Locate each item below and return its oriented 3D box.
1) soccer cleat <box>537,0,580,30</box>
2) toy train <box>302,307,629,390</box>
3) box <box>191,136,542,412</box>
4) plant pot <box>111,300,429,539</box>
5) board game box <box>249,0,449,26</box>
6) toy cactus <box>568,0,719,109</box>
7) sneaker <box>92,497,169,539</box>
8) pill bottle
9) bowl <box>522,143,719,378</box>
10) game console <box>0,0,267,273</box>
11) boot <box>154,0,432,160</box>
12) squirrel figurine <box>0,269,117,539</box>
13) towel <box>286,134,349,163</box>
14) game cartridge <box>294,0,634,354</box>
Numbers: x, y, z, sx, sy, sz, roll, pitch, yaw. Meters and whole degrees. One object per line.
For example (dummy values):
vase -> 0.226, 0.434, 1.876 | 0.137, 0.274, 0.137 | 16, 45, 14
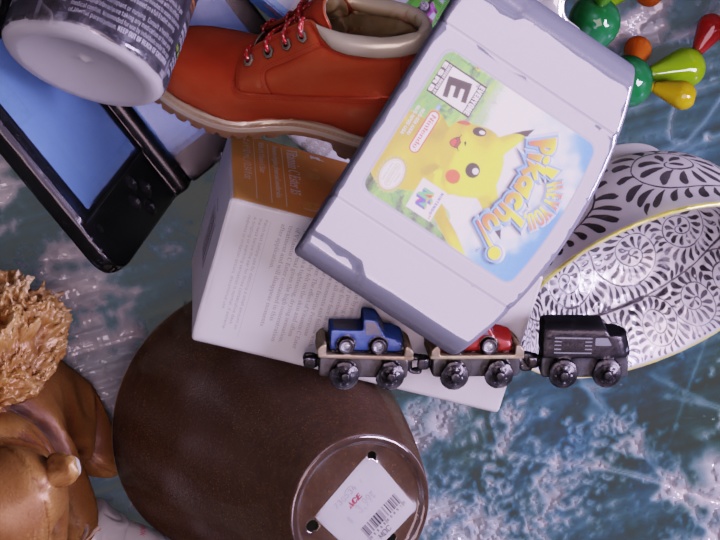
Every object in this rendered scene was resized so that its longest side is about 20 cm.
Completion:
soccer cleat -> 0.135, -0.234, 1.266 | 0.077, 0.069, 0.202 | 23, 90, 5
toy train -> 0.064, 0.046, 1.267 | 0.198, 0.034, 0.046 | 0, 108, -5
box -> 0.000, 0.000, 1.329 | 0.198, 0.125, 0.098 | 14, 110, -11
plant pot -> -0.039, 0.122, 1.343 | 0.185, 0.200, 0.189 | -6, 104, -24
board game box -> 0.034, -0.217, 1.356 | 0.151, 0.037, 0.201 | 38, 84, -13
toy cactus -> 0.149, -0.136, 1.359 | 0.199, 0.102, 0.166 | 21, 99, -48
sneaker -> -0.183, 0.263, 1.449 | 0.099, 0.078, 0.201 | 23, 101, -16
pill bottle -> -0.138, -0.211, 1.286 | 0.105, 0.106, 0.202 | 21, 71, -12
bowl -> 0.177, -0.021, 1.397 | 0.199, 0.201, 0.095 | -20, 61, -2
game console -> -0.155, -0.133, 1.338 | 0.116, 0.176, 0.200 | -30, 107, 30
boot -> -0.043, -0.134, 1.292 | 0.198, 0.075, 0.108 | 11, 140, 13
squirrel figurine -> -0.233, 0.102, 1.344 | 0.140, 0.187, 0.202 | -12, 105, -4
towel -> 0.037, -0.112, 1.392 | 0.200, 0.031, 0.150 | 39, 83, -15
game cartridge -> 0.068, -0.060, 1.229 | 0.133, 0.040, 0.201 | 32, 91, -9
